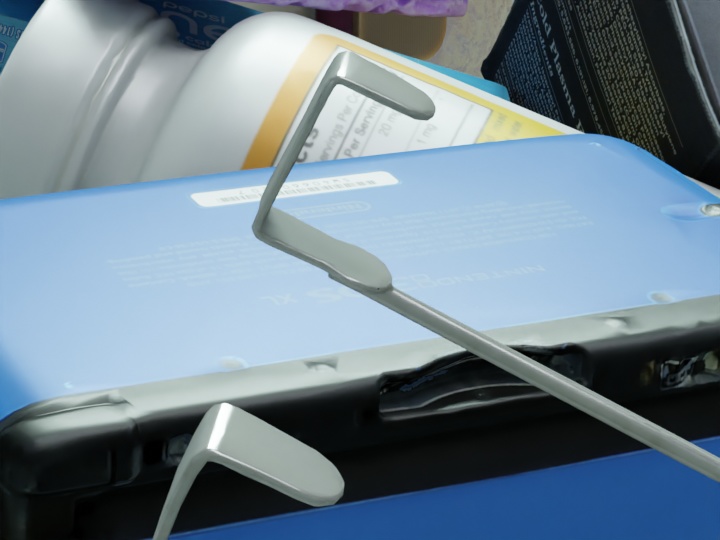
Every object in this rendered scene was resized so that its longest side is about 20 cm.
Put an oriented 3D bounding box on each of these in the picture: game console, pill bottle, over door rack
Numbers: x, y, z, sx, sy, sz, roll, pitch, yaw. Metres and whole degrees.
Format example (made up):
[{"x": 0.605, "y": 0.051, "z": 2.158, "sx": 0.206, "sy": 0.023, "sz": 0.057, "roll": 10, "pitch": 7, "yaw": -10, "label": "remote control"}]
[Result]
[{"x": 0.009, "y": 0.059, "z": 0.562, "sx": 0.199, "sy": 0.119, "sz": 0.171, "roll": -7, "pitch": 25, "yaw": -25, "label": "game console"}, {"x": 0.000, "y": 0.000, "z": 0.696, "sx": 0.199, "sy": 0.112, "sz": 0.111, "roll": 23, "pitch": 24, "yaw": 5, "label": "pill bottle"}, {"x": 0.047, "y": 0.070, "z": 0.415, "sx": 0.200, "sy": 0.067, "sz": 0.148, "roll": 39, "pitch": 22, "yaw": -12, "label": "over door rack"}]

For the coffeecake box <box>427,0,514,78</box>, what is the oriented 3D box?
[{"x": 0.043, "y": -0.151, "z": 0.993, "sx": 0.199, "sy": 0.154, "sz": 0.073, "roll": 28, "pitch": 25, "yaw": 15, "label": "coffeecake box"}]

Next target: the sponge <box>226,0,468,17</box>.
[{"x": -0.063, "y": -0.108, "z": 0.774, "sx": 0.111, "sy": 0.030, "sz": 0.200, "roll": 1, "pitch": 15, "yaw": -32, "label": "sponge"}]

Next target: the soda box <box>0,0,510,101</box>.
[{"x": -0.054, "y": -0.043, "z": 0.801, "sx": 0.199, "sy": 0.065, "sz": 0.068, "roll": 16, "pitch": 24, "yaw": -11, "label": "soda box"}]

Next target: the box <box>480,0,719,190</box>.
[{"x": 0.157, "y": -0.073, "z": 0.789, "sx": 0.199, "sy": 0.182, "sz": 0.105, "roll": -14, "pitch": 74, "yaw": -12, "label": "box"}]

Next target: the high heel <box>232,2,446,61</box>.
[{"x": -0.073, "y": -0.091, "z": 0.904, "sx": 0.199, "sy": 0.068, "sz": 0.096, "roll": -10, "pitch": 16, "yaw": -34, "label": "high heel"}]
